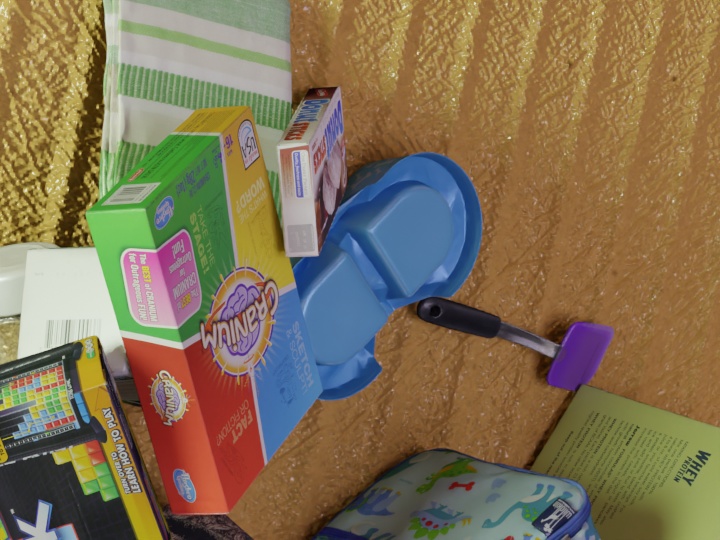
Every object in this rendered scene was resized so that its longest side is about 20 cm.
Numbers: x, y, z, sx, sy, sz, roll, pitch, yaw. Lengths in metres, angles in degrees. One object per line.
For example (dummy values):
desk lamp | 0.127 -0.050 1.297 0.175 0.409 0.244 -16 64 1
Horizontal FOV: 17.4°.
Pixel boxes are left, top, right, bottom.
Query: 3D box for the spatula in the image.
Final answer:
spatula | 0.115 0.049 1.753 0.200 0.021 0.057 17 101 -37

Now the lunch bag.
lunch bag | 0.064 0.204 1.629 0.161 0.200 0.083 -38 119 -25

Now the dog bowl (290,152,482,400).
dog bowl | 0.000 0.000 1.637 0.200 0.050 0.112 -46 123 -21

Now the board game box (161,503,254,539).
board game box | -0.134 0.259 1.498 0.200 0.159 0.097 -30 137 -30

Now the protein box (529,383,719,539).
protein box | 0.219 0.221 1.749 0.135 0.200 0.199 44 72 -37

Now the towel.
towel | -0.107 -0.094 1.517 0.152 0.023 0.201 10 72 -39

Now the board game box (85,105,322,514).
board game box | -0.090 0.022 1.411 0.153 0.040 0.201 -52 133 -55

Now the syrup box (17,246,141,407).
syrup box | -0.127 0.041 1.471 0.200 0.078 0.082 25 66 -63

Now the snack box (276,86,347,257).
snack box | -0.031 -0.067 1.529 0.024 0.200 0.072 -4 104 6

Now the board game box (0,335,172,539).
board game box | -0.201 0.152 1.377 0.165 0.057 0.201 -19 124 -3

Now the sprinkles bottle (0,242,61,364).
sprinkles bottle | -0.202 0.085 1.485 0.068 0.068 0.201 -21 112 -33
